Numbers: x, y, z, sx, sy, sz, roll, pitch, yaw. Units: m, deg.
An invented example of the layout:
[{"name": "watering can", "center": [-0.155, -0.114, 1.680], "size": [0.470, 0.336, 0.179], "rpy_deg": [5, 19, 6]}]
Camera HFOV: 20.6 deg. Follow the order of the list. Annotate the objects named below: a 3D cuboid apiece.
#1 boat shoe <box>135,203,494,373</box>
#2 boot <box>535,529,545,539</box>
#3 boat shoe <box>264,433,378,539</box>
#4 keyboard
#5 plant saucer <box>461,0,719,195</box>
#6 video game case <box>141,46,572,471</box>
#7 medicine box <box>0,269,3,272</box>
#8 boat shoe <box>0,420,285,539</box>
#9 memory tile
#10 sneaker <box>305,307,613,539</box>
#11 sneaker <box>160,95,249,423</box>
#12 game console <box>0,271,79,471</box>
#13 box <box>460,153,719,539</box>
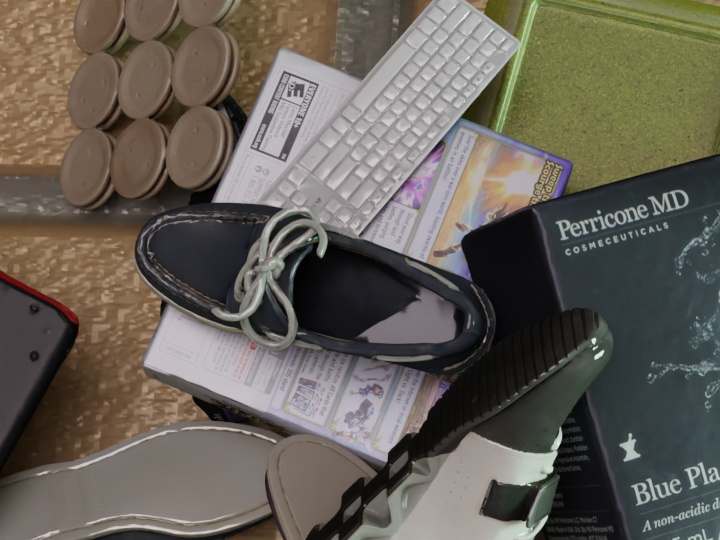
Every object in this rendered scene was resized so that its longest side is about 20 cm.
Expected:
[{"name": "boat shoe", "center": [-0.029, 0.008, 1.035], "size": [0.199, 0.062, 0.075], "rpy_deg": [20, 86, 12]}, {"name": "boot", "center": [0.067, 0.126, 1.127], "size": [0.186, 0.064, 0.201], "rpy_deg": [5, 74, 10]}, {"name": "boat shoe", "center": [0.009, 0.179, 1.048], "size": [0.073, 0.063, 0.200], "rpy_deg": [-28, 72, -35]}, {"name": "keyboard", "center": [0.005, -0.069, 1.099], "size": [0.056, 0.011, 0.200], "rpy_deg": [39, 80, 8]}, {"name": "plant saucer", "center": [0.150, -0.081, 1.172], "size": [0.199, 0.048, 0.200], "rpy_deg": [14, 78, 12]}, {"name": "video game case", "center": [0.000, 0.000, 1.112], "size": [0.181, 0.045, 0.201], "rpy_deg": [22, 79, 5]}, {"name": "medicine box", "center": [-0.329, 0.071, 1.181], "size": [0.199, 0.103, 0.183], "rpy_deg": [3, 76, 10]}, {"name": "boat shoe", "center": [-0.128, 0.142, 1.150], "size": [0.199, 0.062, 0.075], "rpy_deg": [-16, 57, -4]}, {"name": "memory tile", "center": [-0.125, -0.138, 1.208], "size": [0.153, 0.017, 0.201], "rpy_deg": [-8, 73, 42]}, {"name": "sneaker", "center": [0.066, 0.103, 0.978], "size": [0.088, 0.074, 0.200], "rpy_deg": [40, 112, -10]}, {"name": "sneaker", "center": [-0.087, -0.008, 1.180], "size": [0.087, 0.076, 0.201], "rpy_deg": [-18, 73, 11]}, {"name": "game console", "center": [-0.276, 0.074, 1.107], "size": [0.176, 0.031, 0.200], "rpy_deg": [27, 82, 8]}, {"name": "box", "center": [0.183, 0.045, 1.049], "size": [0.196, 0.117, 0.201], "rpy_deg": [-15, 86, -16]}]
